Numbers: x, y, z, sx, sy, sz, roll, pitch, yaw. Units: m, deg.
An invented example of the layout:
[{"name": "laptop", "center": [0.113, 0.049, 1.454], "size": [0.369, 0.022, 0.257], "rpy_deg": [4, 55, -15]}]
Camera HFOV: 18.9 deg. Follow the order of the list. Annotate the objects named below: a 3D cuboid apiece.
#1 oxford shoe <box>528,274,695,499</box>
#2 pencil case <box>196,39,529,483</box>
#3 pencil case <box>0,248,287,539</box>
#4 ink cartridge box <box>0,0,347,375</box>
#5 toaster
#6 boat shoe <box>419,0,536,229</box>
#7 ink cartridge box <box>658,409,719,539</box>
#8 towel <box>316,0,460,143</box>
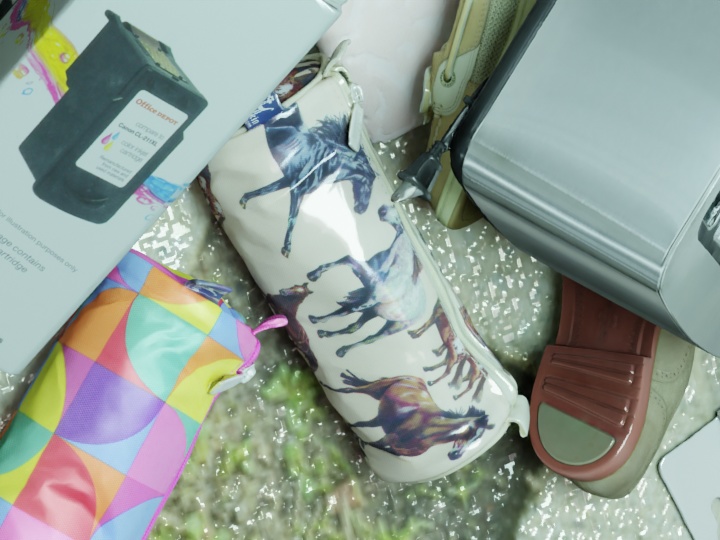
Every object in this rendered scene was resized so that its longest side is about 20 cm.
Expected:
[{"name": "oxford shoe", "center": [0.136, 0.014, 1.052], "size": [0.075, 0.070, 0.201], "rpy_deg": [44, 65, -57]}, {"name": "pencil case", "center": [0.000, 0.000, 0.976], "size": [0.201, 0.089, 0.078], "rpy_deg": [60, 35, -14]}, {"name": "pencil case", "center": [-0.117, 0.085, 0.940], "size": [0.088, 0.088, 0.201], "rpy_deg": [33, 85, -20]}, {"name": "ink cartridge box", "center": [-0.103, -0.081, 0.861], "size": [0.083, 0.146, 0.200], "rpy_deg": [37, 108, -19]}, {"name": "toaster", "center": [0.135, -0.067, 0.932], "size": [0.118, 0.181, 0.201], "rpy_deg": [32, 89, 25]}, {"name": "boat shoe", "center": [0.065, -0.116, 0.962], "size": [0.073, 0.063, 0.202], "rpy_deg": [-23, 138, -52]}, {"name": "ink cartridge box", "center": [0.263, 0.092, 1.094], "size": [0.199, 0.067, 0.116], "rpy_deg": [-34, 105, -16]}, {"name": "towel", "center": [0.045, -0.181, 0.965], "size": [0.190, 0.032, 0.201], "rpy_deg": [-32, 126, -8]}]
